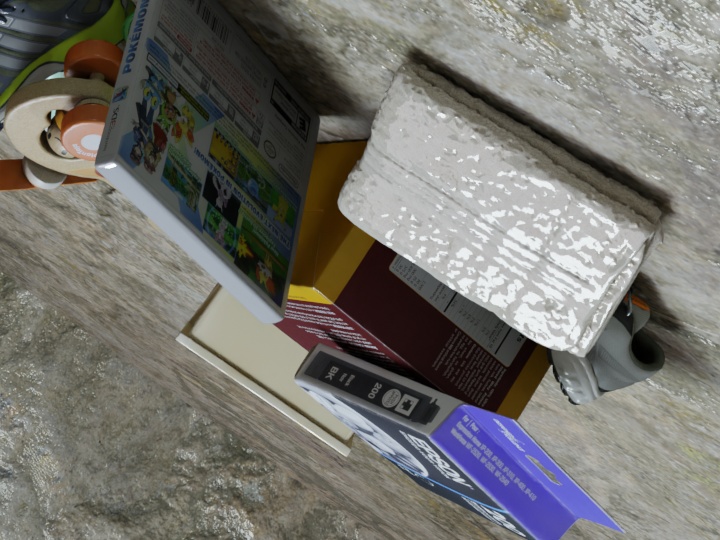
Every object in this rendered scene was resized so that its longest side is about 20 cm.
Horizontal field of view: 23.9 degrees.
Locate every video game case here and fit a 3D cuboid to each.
[{"bbox_3d":[-0.099,-0.090,1.176,0.022,0.183,0.200,-11,142,29],"label":"video game case"}]

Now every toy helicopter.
[{"bbox_3d":[-0.193,-0.078,1.288,0.132,0.079,0.200,-22,142,23],"label":"toy helicopter"}]

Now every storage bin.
[{"bbox_3d":[-0.066,0.070,1.718,0.200,0.094,0.199,34,-171,-3],"label":"storage bin"}]

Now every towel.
[{"bbox_3d":[0.088,-0.038,1.095,0.200,0.034,0.133,33,132,8],"label":"towel"}]

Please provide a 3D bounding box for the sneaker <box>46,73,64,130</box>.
[{"bbox_3d":[-0.223,-0.149,1.508,0.118,0.074,0.201,9,150,6],"label":"sneaker"}]

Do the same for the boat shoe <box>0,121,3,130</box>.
[{"bbox_3d":[-0.336,-0.159,1.533,0.075,0.093,0.200,37,-173,-6],"label":"boat shoe"}]

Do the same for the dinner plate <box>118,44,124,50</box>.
[{"bbox_3d":[-0.143,-0.115,1.400,0.200,0.024,0.200,53,178,2],"label":"dinner plate"}]

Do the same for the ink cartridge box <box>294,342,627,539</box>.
[{"bbox_3d":[0.075,0.139,1.274,0.200,0.043,0.198,18,161,43],"label":"ink cartridge box"}]

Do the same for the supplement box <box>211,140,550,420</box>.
[{"bbox_3d":[0.029,0.013,1.317,0.200,0.133,0.197,39,165,-22],"label":"supplement box"}]

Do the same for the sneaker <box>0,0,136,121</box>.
[{"bbox_3d":[-0.265,-0.172,1.255,0.074,0.200,0.081,40,161,45],"label":"sneaker"}]

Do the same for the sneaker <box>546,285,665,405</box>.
[{"bbox_3d":[0.154,0.013,1.197,0.079,0.074,0.200,-15,133,23],"label":"sneaker"}]

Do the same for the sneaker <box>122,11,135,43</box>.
[{"bbox_3d":[-0.109,-0.133,1.290,0.084,0.074,0.200,45,176,43],"label":"sneaker"}]
